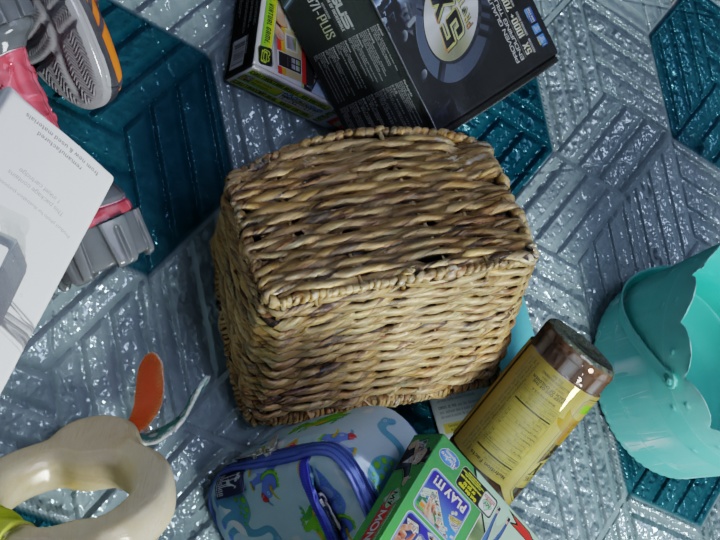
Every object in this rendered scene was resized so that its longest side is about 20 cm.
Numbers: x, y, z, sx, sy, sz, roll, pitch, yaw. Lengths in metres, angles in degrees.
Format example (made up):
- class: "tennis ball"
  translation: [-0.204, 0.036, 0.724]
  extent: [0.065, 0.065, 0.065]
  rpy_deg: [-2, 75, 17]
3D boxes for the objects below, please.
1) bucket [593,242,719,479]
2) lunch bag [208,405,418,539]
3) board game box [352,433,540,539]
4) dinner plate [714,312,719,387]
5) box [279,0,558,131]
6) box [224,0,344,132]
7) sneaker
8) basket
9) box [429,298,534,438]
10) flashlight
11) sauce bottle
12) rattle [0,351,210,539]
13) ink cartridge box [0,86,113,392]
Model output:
- class: "bucket"
  translation: [0.301, 0.076, 1.290]
  extent: [0.206, 0.135, 0.209]
  rpy_deg: [9, 72, -31]
- class: "lunch bag"
  translation: [0.000, 0.190, 0.989]
  extent: [0.082, 0.160, 0.201]
  rpy_deg: [-29, 98, -42]
- class: "board game box"
  translation: [0.069, 0.213, 0.922]
  extent: [0.200, 0.029, 0.135]
  rpy_deg: [48, 56, -22]
- class: "dinner plate"
  translation: [0.386, 0.094, 1.452]
  extent: [0.199, 0.024, 0.202]
  rpy_deg: [13, 71, -39]
- class: "box"
  translation: [0.033, -0.203, 1.136]
  extent: [0.164, 0.086, 0.201]
  rpy_deg: [-34, 101, -42]
- class: "box"
  translation: [-0.036, -0.215, 1.161]
  extent: [0.110, 0.035, 0.201]
  rpy_deg: [22, 64, -36]
- class: "sneaker"
  translation: [-0.183, -0.210, 1.001]
  extent: [0.112, 0.077, 0.201]
  rpy_deg: [-31, 99, -41]
- class: "basket"
  translation: [0.000, 0.000, 1.059]
  extent: [0.199, 0.149, 0.143]
  rpy_deg: [-10, 53, -17]
- class: "box"
  translation: [0.075, 0.020, 1.159]
  extent: [0.049, 0.082, 0.201]
  rpy_deg: [-14, 87, -44]
- class: "flashlight"
  translation: [-0.196, -0.090, 0.959]
  extent: [0.067, 0.068, 0.201]
  rpy_deg: [-26, 97, -32]
- class: "sauce bottle"
  translation: [0.093, 0.126, 1.085]
  extent: [0.065, 0.200, 0.065]
  rpy_deg: [35, 15, -11]
- class: "rattle"
  translation: [-0.150, 0.157, 0.932]
  extent: [0.200, 0.129, 0.144]
  rpy_deg: [-58, 131, -65]
- class: "ink cartridge box"
  translation: [-0.238, 0.017, 0.840]
  extent: [0.085, 0.145, 0.201]
  rpy_deg: [42, 54, -26]
